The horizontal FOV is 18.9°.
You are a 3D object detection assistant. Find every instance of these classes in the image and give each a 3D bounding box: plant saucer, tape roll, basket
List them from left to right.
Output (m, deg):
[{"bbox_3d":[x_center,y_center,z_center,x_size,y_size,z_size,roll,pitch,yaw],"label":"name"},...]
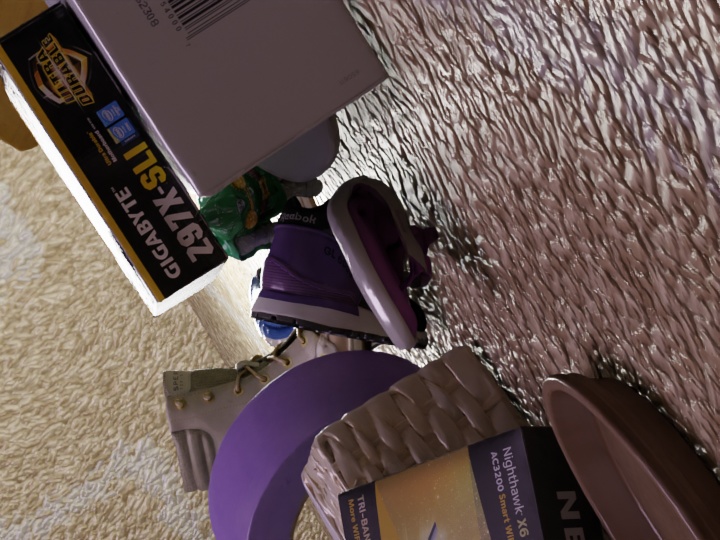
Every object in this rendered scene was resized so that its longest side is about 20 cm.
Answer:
[{"bbox_3d":[-0.002,0.164,1.530,0.200,0.200,0.085,62,170,-31],"label":"tape roll"},{"bbox_3d":[0.067,0.163,1.364,0.200,0.135,0.123,56,168,15],"label":"basket"},{"bbox_3d":[0.156,0.130,1.057,0.200,0.029,0.200,55,172,12],"label":"plant saucer"}]

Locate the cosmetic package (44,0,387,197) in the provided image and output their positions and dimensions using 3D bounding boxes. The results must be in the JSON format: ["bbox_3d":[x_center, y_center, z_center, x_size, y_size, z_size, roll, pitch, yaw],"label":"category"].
[{"bbox_3d":[-0.102,-0.156,1.174,0.200,0.123,0.200,58,172,-10],"label":"cosmetic package"}]

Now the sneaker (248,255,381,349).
[{"bbox_3d":[-0.041,0.013,1.698,0.200,0.078,0.089,16,131,66],"label":"sneaker"}]

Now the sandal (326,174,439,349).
[{"bbox_3d":[0.018,-0.020,1.249,0.083,0.050,0.203,57,-173,-19],"label":"sandal"}]

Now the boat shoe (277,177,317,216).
[{"bbox_3d":[-0.100,-0.099,1.599,0.200,0.065,0.072,56,172,14],"label":"boat shoe"}]

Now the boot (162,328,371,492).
[{"bbox_3d":[-0.069,0.070,1.580,0.072,0.154,0.201,-83,-10,-71],"label":"boot"}]

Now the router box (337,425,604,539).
[{"bbox_3d":[0.071,0.202,1.209,0.157,0.052,0.201,-26,68,43],"label":"router box"}]

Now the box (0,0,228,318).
[{"bbox_3d":[-0.138,-0.055,1.191,0.160,0.049,0.200,58,173,-1],"label":"box"}]

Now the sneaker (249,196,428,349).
[{"bbox_3d":[0.000,0.000,1.389,0.075,0.088,0.200,9,177,21],"label":"sneaker"}]

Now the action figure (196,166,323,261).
[{"bbox_3d":[-0.069,-0.052,1.383,0.200,0.055,0.118,-51,-60,-73],"label":"action figure"}]

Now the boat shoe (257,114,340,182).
[{"bbox_3d":[-0.080,-0.145,1.327,0.200,0.071,0.070,47,-152,-12],"label":"boat shoe"}]

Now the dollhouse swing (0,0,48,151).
[{"bbox_3d":[-0.269,-0.206,1.623,0.200,0.182,0.176,30,-179,-17],"label":"dollhouse swing"}]
